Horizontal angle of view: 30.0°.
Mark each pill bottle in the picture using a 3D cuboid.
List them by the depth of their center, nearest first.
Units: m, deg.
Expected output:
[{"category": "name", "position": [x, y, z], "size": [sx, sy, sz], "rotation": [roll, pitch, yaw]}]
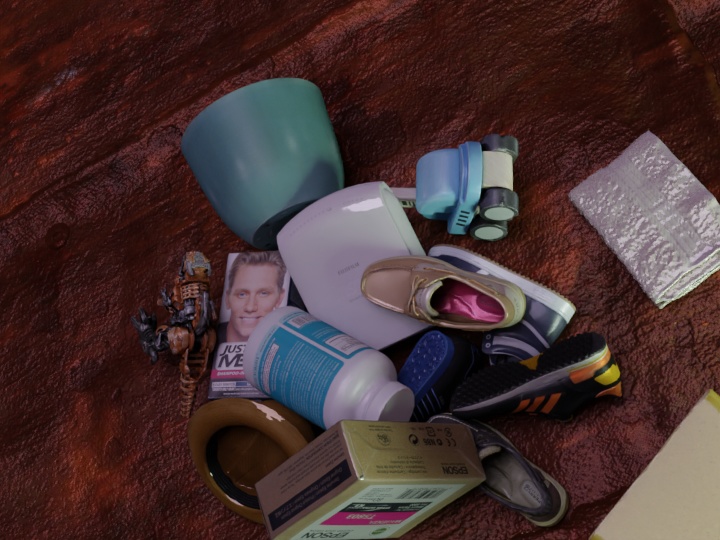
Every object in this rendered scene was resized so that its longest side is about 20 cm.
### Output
[{"category": "pill bottle", "position": [-0.034, 0.127, 1.570], "size": [0.200, 0.111, 0.111], "rotation": [27, 81, 34]}]

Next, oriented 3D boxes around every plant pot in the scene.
[{"category": "plant pot", "position": [0.376, 0.270, 1.357], "size": [0.200, 0.194, 0.196], "rotation": [38, 86, 22]}, {"category": "plant pot", "position": [-0.112, -0.125, 1.737], "size": [0.200, 0.201, 0.161], "rotation": [-28, 69, 11]}]

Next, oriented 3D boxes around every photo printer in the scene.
[{"category": "photo printer", "position": [0.000, 0.000, 1.646], "size": [0.166, 0.069, 0.200], "rotation": [-25, 92, 19]}]

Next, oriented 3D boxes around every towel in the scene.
[{"category": "towel", "position": [0.349, -0.062, 1.595], "size": [0.132, 0.034, 0.200], "rotation": [-38, 58, 4]}]

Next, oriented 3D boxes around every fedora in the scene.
[{"category": "fedora", "position": [-0.115, 0.218, 1.629], "size": [0.200, 0.201, 0.082], "rotation": [12, 35, 28]}]

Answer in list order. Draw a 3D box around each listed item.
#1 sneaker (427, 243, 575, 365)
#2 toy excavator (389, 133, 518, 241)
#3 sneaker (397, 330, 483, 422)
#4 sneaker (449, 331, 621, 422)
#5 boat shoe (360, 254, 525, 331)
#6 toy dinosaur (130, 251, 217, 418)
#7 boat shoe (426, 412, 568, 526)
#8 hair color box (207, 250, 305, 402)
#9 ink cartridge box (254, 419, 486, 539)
[{"category": "sneaker", "position": [0.147, 0.047, 1.616], "size": [0.200, 0.070, 0.109], "rotation": [25, 78, 27]}, {"category": "toy excavator", "position": [0.086, -0.096, 1.677], "size": [0.200, 0.195, 0.100], "rotation": [5, 68, -4]}, {"category": "sneaker", "position": [0.067, 0.155, 1.609], "size": [0.200, 0.078, 0.070], "rotation": [-49, 46, 25]}, {"category": "sneaker", "position": [0.203, 0.147, 1.540], "size": [0.200, 0.090, 0.070], "rotation": [-23, 22, 17]}, {"category": "boat shoe", "position": [0.088, 0.027, 1.552], "size": [0.200, 0.069, 0.074], "rotation": [8, 101, 18]}, {"category": "toy dinosaur", "position": [-0.227, 0.079, 1.716], "size": [0.136, 0.102, 0.200], "rotation": [-5, 63, 61]}, {"category": "boat shoe", "position": [0.149, 0.220, 1.542], "size": [0.201, 0.066, 0.072], "rotation": [34, 85, 31]}, {"category": "hair color box", "position": [-0.129, 0.077, 1.731], "size": [0.100, 0.061, 0.200], "rotation": [-3, 67, 22]}, {"category": "ink cartridge box", "position": [0.012, 0.235, 1.492], "size": [0.165, 0.200, 0.075], "rotation": [-42, 55, 37]}]
